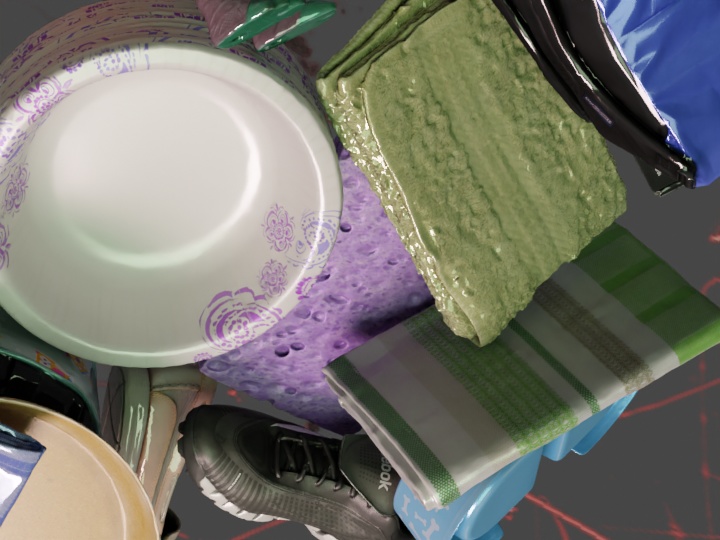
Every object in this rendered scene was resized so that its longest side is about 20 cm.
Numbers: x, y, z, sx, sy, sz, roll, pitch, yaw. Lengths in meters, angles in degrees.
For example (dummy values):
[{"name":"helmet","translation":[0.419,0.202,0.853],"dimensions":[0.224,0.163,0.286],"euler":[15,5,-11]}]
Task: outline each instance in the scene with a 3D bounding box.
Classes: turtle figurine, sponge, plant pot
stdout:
[{"name":"turtle figurine","translation":[-0.086,-0.208,1.185],"dimensions":[0.101,0.150,0.200],"euler":[-28,86,34]},{"name":"sponge","translation":[0.000,0.000,1.377],"dimensions":[0.111,0.030,0.200],"euler":[24,115,-23]},{"name":"plant pot","translation":[-0.207,0.148,1.258],"dimensions":[0.200,0.027,0.200],"euler":[-4,118,-8]}]

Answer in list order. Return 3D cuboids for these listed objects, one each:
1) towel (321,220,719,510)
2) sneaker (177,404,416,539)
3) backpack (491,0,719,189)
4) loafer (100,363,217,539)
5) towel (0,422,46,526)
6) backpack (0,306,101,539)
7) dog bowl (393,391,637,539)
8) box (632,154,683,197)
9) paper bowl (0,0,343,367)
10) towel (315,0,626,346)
[{"name":"towel","translation":[0.093,0.051,1.325],"dimensions":[0.200,0.149,0.031],"euler":[-28,126,-11]},{"name":"sneaker","translation":[-0.020,0.121,1.400],"dimensions":[0.090,0.067,0.200],"euler":[-21,142,34]},{"name":"backpack","translation":[0.139,-0.172,1.170],"dimensions":[0.168,0.162,0.200],"euler":[-42,112,-7]},{"name":"loafer","translation":[-0.130,0.144,1.424],"dimensions":[0.063,0.072,0.200],"euler":[2,119,-19]},{"name":"towel","translation":[-0.277,0.106,1.197],"dimensions":[0.200,0.024,0.147],"euler":[25,111,-21]},{"name":"backpack","translation":[-0.236,0.096,1.323],"dimensions":[0.176,0.153,0.200],"euler":[19,120,-13]},{"name":"dog bowl","translation":[0.096,0.091,1.379],"dimensions":[0.200,0.050,0.112],"euler":[-42,159,-25]},{"name":"box","translation":[0.190,-0.158,1.301],"dimensions":[0.160,0.044,0.200],"euler":[-27,122,8]},{"name":"paper bowl","translation":[-0.114,-0.055,1.278],"dimensions":[0.200,0.104,0.201],"euler":[-4,122,-7]},{"name":"towel","translation":[0.064,-0.072,1.300],"dimensions":[0.148,0.036,0.200],"euler":[-42,120,-21]}]
